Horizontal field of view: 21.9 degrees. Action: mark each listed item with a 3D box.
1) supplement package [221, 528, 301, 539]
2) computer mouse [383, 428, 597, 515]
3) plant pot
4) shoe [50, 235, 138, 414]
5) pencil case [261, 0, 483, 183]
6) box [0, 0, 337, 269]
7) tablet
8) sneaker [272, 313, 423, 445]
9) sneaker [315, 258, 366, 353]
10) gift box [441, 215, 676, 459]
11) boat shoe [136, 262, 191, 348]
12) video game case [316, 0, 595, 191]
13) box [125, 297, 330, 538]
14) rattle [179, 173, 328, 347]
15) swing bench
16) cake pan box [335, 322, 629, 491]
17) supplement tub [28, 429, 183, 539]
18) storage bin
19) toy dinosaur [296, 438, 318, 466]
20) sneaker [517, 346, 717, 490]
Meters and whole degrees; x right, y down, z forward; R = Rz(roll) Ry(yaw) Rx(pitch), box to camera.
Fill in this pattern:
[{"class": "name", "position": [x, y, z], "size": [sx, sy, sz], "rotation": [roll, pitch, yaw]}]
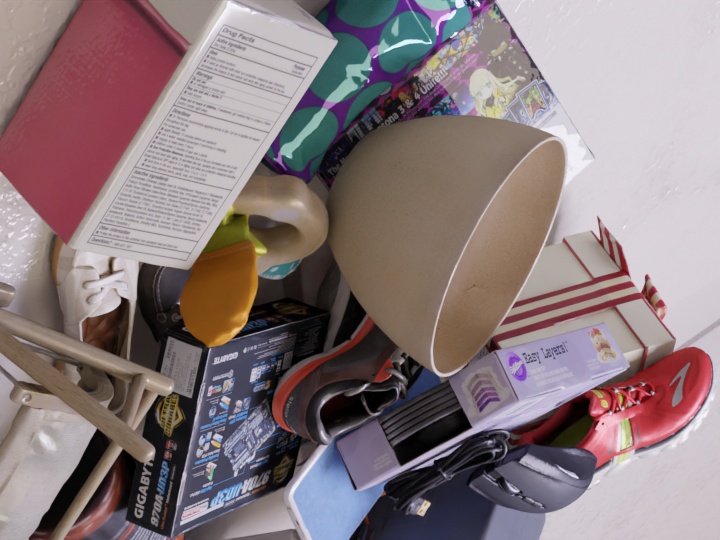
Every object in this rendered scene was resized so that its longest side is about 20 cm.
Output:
[{"class": "supplement package", "position": [-0.100, 0.305, 1.671], "size": [0.199, 0.111, 0.156], "rotation": [-14, 160, 28]}, {"class": "computer mouse", "position": [0.113, 0.190, 1.577], "size": [0.140, 0.046, 0.200], "rotation": [-29, 154, 27]}, {"class": "plant pot", "position": [0.052, -0.039, 1.418], "size": [0.200, 0.134, 0.201], "rotation": [-50, 158, -29]}, {"class": "shoe", "position": [-0.193, 0.029, 1.401], "size": [0.070, 0.053, 0.201], "rotation": [-22, 142, -30]}, {"class": "pencil case", "position": [-0.006, -0.154, 1.384], "size": [0.200, 0.085, 0.092], "rotation": [-44, 122, -2]}, {"class": "box", "position": [-0.134, -0.116, 1.255], "size": [0.128, 0.109, 0.200], "rotation": [12, 116, -54]}, {"class": "tablet", "position": [0.007, 0.149, 1.590], "size": [0.200, 0.014, 0.130], "rotation": [-52, 147, -25]}, {"class": "sneaker", "position": [0.027, 0.078, 1.501], "size": [0.200, 0.082, 0.077], "rotation": [-39, 125, -10]}, {"class": "sneaker", "position": [0.000, 0.000, 1.587], "size": [0.074, 0.079, 0.201], "rotation": [11, 104, -30]}, {"class": "gift box", "position": [0.185, 0.071, 1.774], "size": [0.186, 0.200, 0.185], "rotation": [-13, 141, -19]}, {"class": "boat shoe", "position": [-0.132, 0.052, 1.494], "size": [0.067, 0.057, 0.200], "rotation": [-33, 146, -20]}, {"class": "video game case", "position": [0.075, -0.094, 1.524], "size": [0.200, 0.036, 0.181], "rotation": [-42, 122, -6]}, {"class": "box", "position": [-0.102, 0.113, 1.495], "size": [0.200, 0.046, 0.160], "rotation": [-15, 121, -62]}, {"class": "rattle", "position": [-0.082, 0.015, 1.400], "size": [0.130, 0.143, 0.200], "rotation": [-13, 158, -12]}, {"class": "swing bench", "position": [-0.272, 0.129, 1.328], "size": [0.199, 0.200, 0.130], "rotation": [-56, -170, 18]}, {"class": "cake pan box", "position": [0.100, 0.113, 1.548], "size": [0.184, 0.052, 0.200], "rotation": [-35, 166, 34]}, {"class": "supplement tub", "position": [-0.210, 0.205, 1.529], "size": [0.107, 0.107, 0.200], "rotation": [-41, 147, -7]}, {"class": "storage bin", "position": [0.077, 0.239, 1.670], "size": [0.146, 0.134, 0.200], "rotation": [64, 29, -23]}, {"class": "toy dinosaur", "position": [0.014, 0.114, 1.670], "size": [0.200, 0.077, 0.103], "rotation": [-45, -163, 56]}, {"class": "sneaker", "position": [0.229, 0.129, 1.660], "size": [0.200, 0.077, 0.085], "rotation": [-35, 134, 1]}]
